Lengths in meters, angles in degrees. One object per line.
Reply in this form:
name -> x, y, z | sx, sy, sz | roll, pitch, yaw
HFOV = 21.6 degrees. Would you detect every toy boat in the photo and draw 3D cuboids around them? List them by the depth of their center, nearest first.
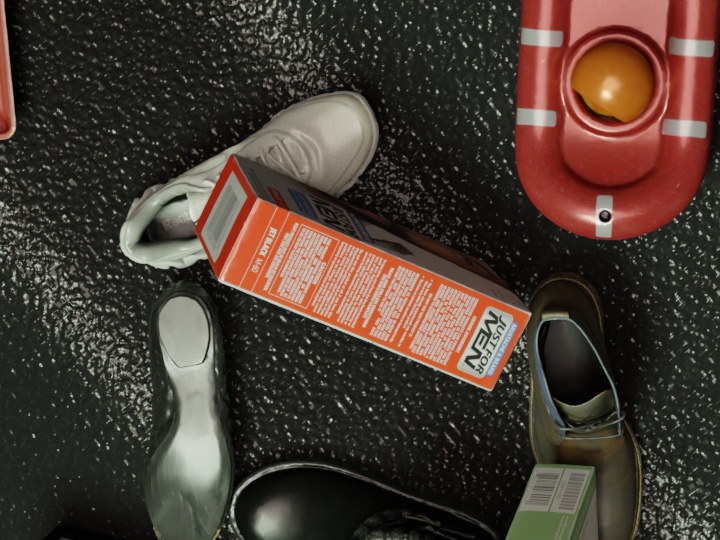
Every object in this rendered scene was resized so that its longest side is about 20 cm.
toy boat -> 0.162, -0.118, 1.209 | 0.130, 0.131, 0.201 | 4, 98, 10

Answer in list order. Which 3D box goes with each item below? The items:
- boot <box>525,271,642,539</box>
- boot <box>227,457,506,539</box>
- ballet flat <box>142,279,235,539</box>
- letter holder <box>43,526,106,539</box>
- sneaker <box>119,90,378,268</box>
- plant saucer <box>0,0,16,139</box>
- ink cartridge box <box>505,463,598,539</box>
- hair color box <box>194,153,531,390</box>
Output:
boot -> 0.144, 0.106, 1.260 | 0.075, 0.097, 0.201 | -12, 95, 12
boot -> -0.001, 0.188, 1.265 | 0.210, 0.158, 0.080 | 9, 99, 9
ballet flat -> -0.117, 0.105, 1.330 | 0.066, 0.057, 0.201 | 3, 100, 6
letter holder -> -0.150, 0.286, 1.329 | 0.199, 0.101, 0.143 | 14, 102, 8
sneaker -> -0.077, -0.057, 1.287 | 0.200, 0.081, 0.075 | -30, 90, 11
plant saucer -> -0.342, -0.188, 1.338 | 0.199, 0.037, 0.201 | -3, 96, 11
ink cartridge box -> 0.123, 0.248, 1.229 | 0.048, 0.146, 0.200 | 2, 118, 18
hair color box -> 0.000, 0.000, 1.229 | 0.200, 0.111, 0.064 | 24, 101, -20
